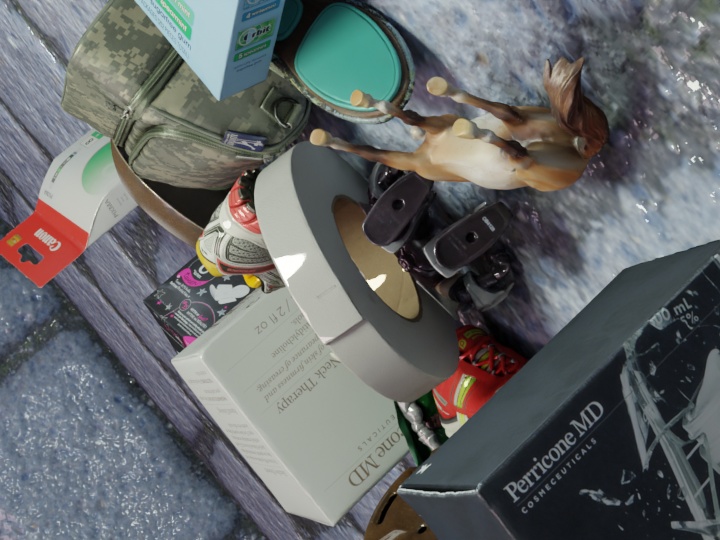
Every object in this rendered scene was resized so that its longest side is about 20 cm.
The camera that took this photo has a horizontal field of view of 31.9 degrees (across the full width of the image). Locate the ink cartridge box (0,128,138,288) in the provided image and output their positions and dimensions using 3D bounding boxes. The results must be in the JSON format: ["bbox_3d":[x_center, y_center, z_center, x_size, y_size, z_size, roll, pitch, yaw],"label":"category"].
[{"bbox_3d":[-0.340,-0.083,1.489,0.160,0.200,0.050,27,152,49],"label":"ink cartridge box"}]

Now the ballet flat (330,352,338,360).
[{"bbox_3d":[0.000,0.057,1.053,0.200,0.062,0.070,-36,-57,-89],"label":"ballet flat"}]

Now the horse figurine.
[{"bbox_3d":[0.068,-0.074,0.698,0.131,0.051,0.199,12,173,-36],"label":"horse figurine"}]

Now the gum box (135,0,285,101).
[{"bbox_3d":[-0.105,-0.234,0.766,0.170,0.044,0.201,50,148,20],"label":"gum box"}]

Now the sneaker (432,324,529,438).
[{"bbox_3d":[0.097,0.082,0.964,0.086,0.076,0.200,66,157,2],"label":"sneaker"}]

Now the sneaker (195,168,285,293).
[{"bbox_3d":[-0.058,-0.026,1.001,0.199,0.082,0.078,11,-138,-57],"label":"sneaker"}]

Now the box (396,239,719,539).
[{"bbox_3d":[0.163,0.126,0.670,0.197,0.200,0.124,51,161,-3],"label":"box"}]

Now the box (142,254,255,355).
[{"bbox_3d":[-0.138,0.082,1.465,0.199,0.114,0.133,34,158,45],"label":"box"}]

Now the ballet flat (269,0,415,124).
[{"bbox_3d":[-0.024,-0.147,0.834,0.200,0.074,0.075,40,160,35],"label":"ballet flat"}]

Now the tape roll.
[{"bbox_3d":[0.000,0.000,0.906,0.203,0.037,0.204,48,-159,-25],"label":"tape roll"}]

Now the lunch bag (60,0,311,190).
[{"bbox_3d":[-0.131,-0.143,0.983,0.167,0.140,0.200,36,166,-11],"label":"lunch bag"}]

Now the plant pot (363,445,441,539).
[{"bbox_3d":[0.116,0.253,1.016,0.199,0.200,0.200,53,163,-24],"label":"plant pot"}]

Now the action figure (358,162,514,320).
[{"bbox_3d":[0.051,-0.023,0.862,0.130,0.070,0.200,38,179,3],"label":"action figure"}]

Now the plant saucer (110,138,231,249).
[{"bbox_3d":[-0.144,-0.066,1.133,0.199,0.032,0.201,35,-162,-13],"label":"plant saucer"}]

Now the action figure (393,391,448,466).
[{"bbox_3d":[0.077,0.150,1.130,0.054,0.118,0.202,-10,112,43],"label":"action figure"}]

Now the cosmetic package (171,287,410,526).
[{"bbox_3d":[-0.050,0.110,1.216,0.201,0.167,0.166,51,162,-6],"label":"cosmetic package"}]
